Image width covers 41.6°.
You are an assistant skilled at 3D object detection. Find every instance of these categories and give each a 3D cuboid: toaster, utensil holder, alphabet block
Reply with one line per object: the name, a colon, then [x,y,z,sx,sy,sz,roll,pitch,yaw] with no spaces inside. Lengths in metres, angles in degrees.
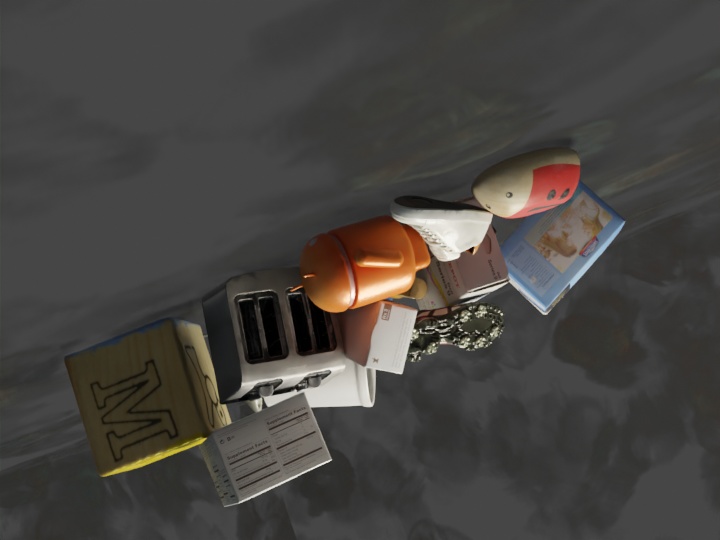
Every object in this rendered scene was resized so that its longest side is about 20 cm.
toaster: [-0.131,0.089,1.427,0.179,0.203,0.118,-5,167,-30]
utensil holder: [-0.078,0.173,1.773,0.197,0.173,0.170,-5,173,7]
alphabet block: [-0.347,0.209,1.581,0.194,0.203,0.195,-21,171,4]

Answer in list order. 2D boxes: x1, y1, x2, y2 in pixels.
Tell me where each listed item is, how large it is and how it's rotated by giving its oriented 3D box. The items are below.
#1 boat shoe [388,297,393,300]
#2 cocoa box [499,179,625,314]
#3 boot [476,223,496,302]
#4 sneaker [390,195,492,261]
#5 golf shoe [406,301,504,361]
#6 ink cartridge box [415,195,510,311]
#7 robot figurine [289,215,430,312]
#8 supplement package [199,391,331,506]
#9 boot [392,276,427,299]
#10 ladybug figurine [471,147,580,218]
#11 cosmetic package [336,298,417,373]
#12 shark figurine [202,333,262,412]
boat shoe: [-0.015,0.083,1.992,0.197,0.085,0.069,-16,174,-14]
cocoa box: [0.337,-0.044,1.628,0.200,0.133,0.131,-48,168,2]
boot: [0.191,-0.001,1.629,0.063,0.189,0.200,-11,172,-15]
sneaker: [0.112,-0.053,1.324,0.198,0.086,0.072,5,-164,-46]
golf shoe: [0.133,0.082,1.487,0.197,0.078,0.088,-7,-161,-24]
ink cartridge box: [0.146,-0.016,1.538,0.086,0.147,0.200,-16,171,-22]
robot figurine: [-0.001,-0.010,1.340,0.198,0.118,0.144,-17,-145,-22]
supplement package: [-0.152,0.280,1.471,0.154,0.112,0.200,-22,172,-19]
boot: [0.001,0.000,1.547,0.200,0.072,0.143,24,172,-37]
ladybug figurine: [0.247,-0.123,1.367,0.198,0.073,0.135,-14,169,-38]
cosmetic package: [0.003,0.085,1.455,0.073,0.103,0.199,13,-177,-28]
shark figurine: [-0.256,0.162,1.752,0.089,0.215,0.129,-23,139,-24]
